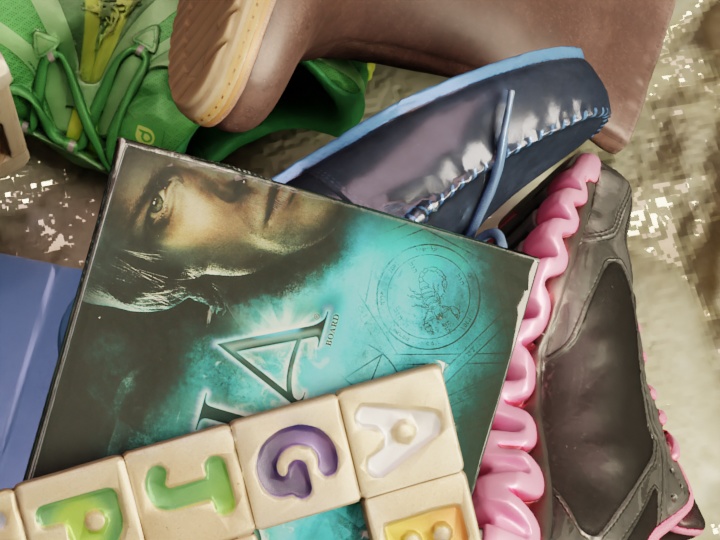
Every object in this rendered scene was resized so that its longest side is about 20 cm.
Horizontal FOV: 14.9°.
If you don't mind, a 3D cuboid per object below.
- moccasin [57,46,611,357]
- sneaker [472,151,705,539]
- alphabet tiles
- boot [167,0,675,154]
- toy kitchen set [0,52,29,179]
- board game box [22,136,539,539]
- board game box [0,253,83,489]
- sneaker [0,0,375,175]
[{"bbox_3d":[0.000,0.000,0.894,0.199,0.081,0.068,-31,74,-6],"label":"moccasin"},{"bbox_3d":[0.073,0.056,0.922,0.095,0.079,0.201,23,59,-16],"label":"sneaker"},{"bbox_3d":[-0.031,0.146,0.823,0.166,0.008,0.201,-16,97,-12],"label":"alphabet tiles"},{"bbox_3d":[0.031,-0.090,0.956,0.166,0.072,0.201,34,49,-15],"label":"boot"},{"bbox_3d":[-0.156,0.021,0.820,0.180,0.163,0.200,-30,69,-12],"label":"toy kitchen set"},{"bbox_3d":[-0.037,0.073,0.840,0.135,0.028,0.201,15,92,-9],"label":"board game box"},{"bbox_3d":[-0.118,0.076,0.909,0.199,0.039,0.159,11,66,5],"label":"board game box"},{"bbox_3d":[-0.090,-0.070,0.972,0.199,0.074,0.084,-9,57,-9],"label":"sneaker"}]
